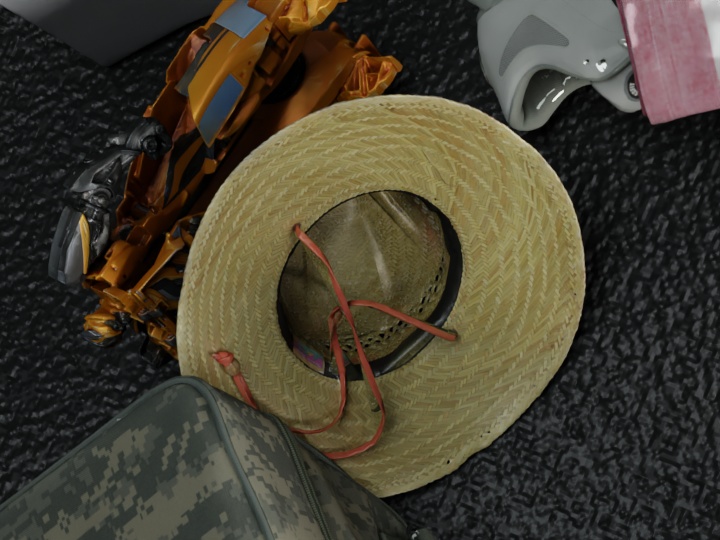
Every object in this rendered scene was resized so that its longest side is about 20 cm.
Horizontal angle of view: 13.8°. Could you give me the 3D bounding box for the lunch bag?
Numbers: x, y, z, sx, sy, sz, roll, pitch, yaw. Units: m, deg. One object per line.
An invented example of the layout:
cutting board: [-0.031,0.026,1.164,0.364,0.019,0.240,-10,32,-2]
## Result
lunch bag: [-0.078,0.162,1.325,0.200,0.168,0.140,-38,51,17]

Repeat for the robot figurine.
robot figurine: [-0.066,-0.046,1.405,0.058,0.145,0.201,25,78,34]

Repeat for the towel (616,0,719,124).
towel: [0.200,-0.151,1.272,0.199,0.023,0.145,-11,101,20]

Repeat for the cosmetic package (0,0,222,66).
cosmetic package: [-0.123,-0.241,1.470,0.167,0.166,0.201,-27,67,16]

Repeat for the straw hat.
straw hat: [0.000,0.000,1.385,0.201,0.201,0.085,-45,22,7]

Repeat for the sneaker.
sneaker: [0.137,-0.121,1.356,0.200,0.074,0.089,-25,66,42]
